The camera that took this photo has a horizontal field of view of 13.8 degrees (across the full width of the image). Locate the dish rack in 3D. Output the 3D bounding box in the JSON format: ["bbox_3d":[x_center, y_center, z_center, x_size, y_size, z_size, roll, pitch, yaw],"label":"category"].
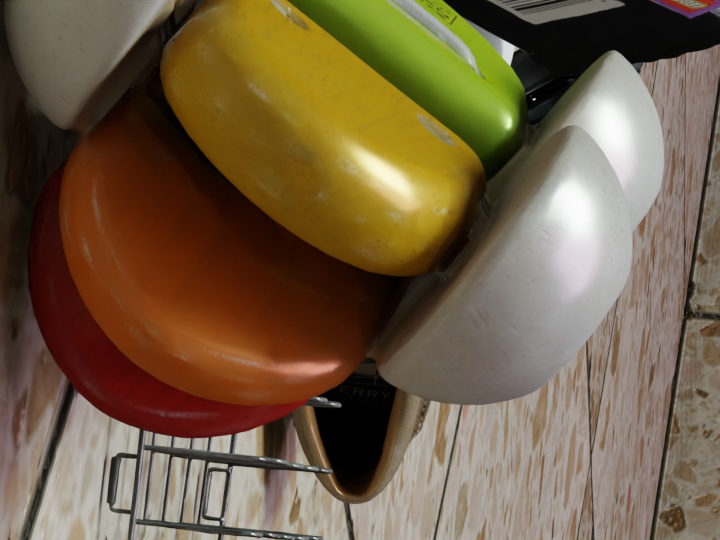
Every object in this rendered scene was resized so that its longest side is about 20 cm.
[{"bbox_3d":[-0.036,0.029,0.982,0.153,0.055,0.200,32,64,-80],"label":"dish rack"}]

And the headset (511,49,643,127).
[{"bbox_3d":[0.055,-0.094,1.255,0.094,0.124,0.200,-27,157,-48],"label":"headset"}]

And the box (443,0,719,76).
[{"bbox_3d":[0.071,-0.191,1.031,0.148,0.104,0.200,27,69,-33],"label":"box"}]

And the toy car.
[{"bbox_3d":[-0.022,-0.026,0.822,0.150,0.175,0.200,-51,-178,21],"label":"toy car"}]

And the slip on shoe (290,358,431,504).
[{"bbox_3d":[0.000,0.000,1.123,0.061,0.076,0.200,-82,179,-52],"label":"slip on shoe"}]

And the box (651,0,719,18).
[{"bbox_3d":[0.072,-0.194,0.926,0.137,0.039,0.200,19,66,-36],"label":"box"}]

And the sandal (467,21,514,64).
[{"bbox_3d":[0.041,-0.142,1.153,0.059,0.079,0.207,-15,120,-77],"label":"sandal"}]
